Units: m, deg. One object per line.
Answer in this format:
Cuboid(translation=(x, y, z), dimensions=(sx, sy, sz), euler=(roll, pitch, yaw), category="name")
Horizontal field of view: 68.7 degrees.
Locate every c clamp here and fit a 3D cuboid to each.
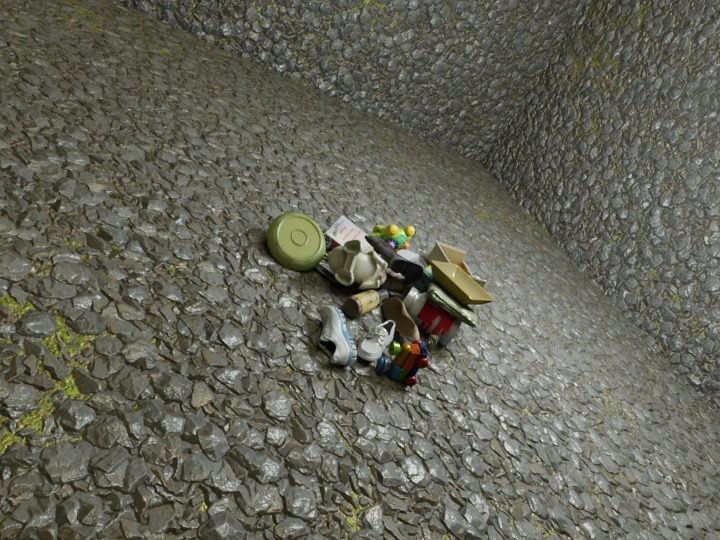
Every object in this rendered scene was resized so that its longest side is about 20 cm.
Cuboid(translation=(-0.101, -0.027, 1.757), dimensions=(0.199, 0.027, 0.170), euler=(40, 28, 13), category="c clamp")

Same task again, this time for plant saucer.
Cuboid(translation=(-0.196, -0.099, 1.661), dimensions=(0.196, 0.031, 0.205), euler=(11, 63, -23), category="plant saucer")
Cuboid(translation=(0.336, 0.052, 1.782), dimensions=(0.198, 0.049, 0.200), euler=(6, 34, -53), category="plant saucer")

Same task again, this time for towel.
Cuboid(translation=(0.301, 0.108, 1.723), dimensions=(0.198, 0.037, 0.148), euler=(35, 13, -1), category="towel")

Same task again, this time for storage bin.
Cuboid(translation=(0.397, -0.004, 2.180), dimensions=(0.195, 0.095, 0.202), euler=(15, 32, -31), category="storage bin")

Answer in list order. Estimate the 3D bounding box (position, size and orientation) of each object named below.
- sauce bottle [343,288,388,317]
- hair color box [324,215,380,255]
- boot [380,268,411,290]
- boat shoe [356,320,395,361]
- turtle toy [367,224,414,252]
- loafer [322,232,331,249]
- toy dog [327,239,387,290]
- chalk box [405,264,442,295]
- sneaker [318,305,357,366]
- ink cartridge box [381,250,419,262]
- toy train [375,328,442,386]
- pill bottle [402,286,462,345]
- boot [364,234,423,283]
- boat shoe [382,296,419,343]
Cuboid(translation=(0.024, 0.095, 1.656), dimensions=(0.066, 0.067, 0.199), euler=(42, 28, 17), category="sauce bottle")
Cuboid(translation=(-0.024, -0.089, 1.857), dimensions=(0.199, 0.064, 0.111), euler=(39, 56, 6), category="hair color box")
Cuboid(translation=(0.112, 0.015, 1.862), dimensions=(0.143, 0.072, 0.200), euler=(13, 19, 5), category="boot")
Cuboid(translation=(0.048, 0.193, 1.512), dimensions=(0.070, 0.071, 0.200), euler=(27, 24, 13), category="boat shoe")
Cuboid(translation=(0.102, -0.117, 1.959), dimensions=(0.196, 0.104, 0.145), euler=(1, 2, -26), category="turtle toy")
Cuboid(translation=(-0.197, -0.104, 1.738), dimensions=(0.196, 0.075, 0.071), euler=(12, 3, -21), category="loafer")
Cuboid(translation=(0.000, 0.000, 1.686), dimensions=(0.191, 0.143, 0.198), euler=(2, -14, 45), category="toy dog")
Cuboid(translation=(0.254, 0.069, 1.879), dimensions=(0.123, 0.126, 0.199), euler=(41, 29, 16), category="chalk box")
Cuboid(translation=(-0.081, 0.170, 1.422), dimensions=(0.085, 0.076, 0.202), euler=(4, 38, -33), category="sneaker")
Cuboid(translation=(0.111, -0.066, 2.048), dimensions=(0.197, 0.058, 0.161), euler=(23, 22, 27), category="ink cartridge box")
Cuboid(translation=(0.128, 0.216, 1.432), dimensions=(0.113, 0.203, 0.085), euler=(16, 30, -19), category="toy train")
Cuboid(translation=(0.229, 0.147, 1.741), dimensions=(0.198, 0.113, 0.112), euler=(35, 27, 5), category="pill bottle")
Cuboid(translation=(0.114, -0.049, 1.786), dimensions=(0.199, 0.070, 0.174), euler=(29, 14, -46), category="boot")
Cuboid(translation=(0.128, 0.161, 1.674), dimensions=(0.065, 0.070, 0.201), euler=(57, 2, -37), category="boat shoe")
